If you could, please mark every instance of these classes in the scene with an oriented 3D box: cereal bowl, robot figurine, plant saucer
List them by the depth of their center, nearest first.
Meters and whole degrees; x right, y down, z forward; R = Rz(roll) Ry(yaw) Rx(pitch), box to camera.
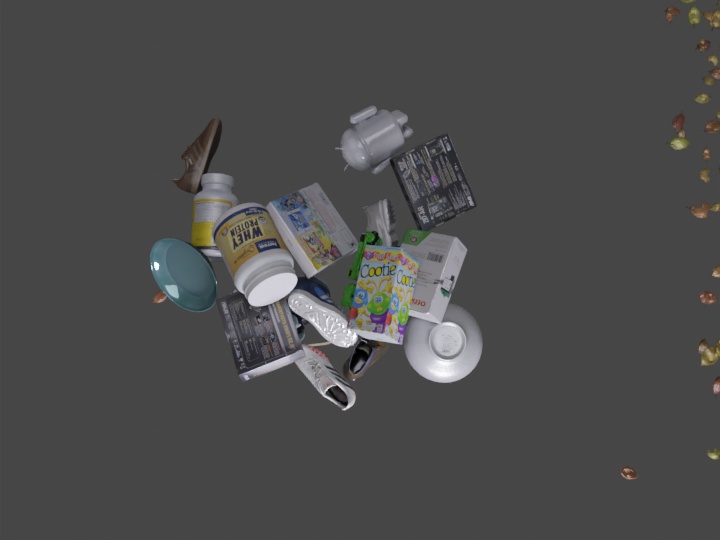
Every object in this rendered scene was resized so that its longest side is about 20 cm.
[{"bbox_3d":[-0.415,0.005,1.696,0.199,0.201,0.036,40,41,3],"label":"plant saucer"},{"bbox_3d":[0.208,0.174,1.739,0.196,0.083,0.204,1,82,-4],"label":"cereal bowl"},{"bbox_3d":[0.032,-0.326,1.780,0.198,0.113,0.171,-30,119,-8],"label":"robot figurine"}]

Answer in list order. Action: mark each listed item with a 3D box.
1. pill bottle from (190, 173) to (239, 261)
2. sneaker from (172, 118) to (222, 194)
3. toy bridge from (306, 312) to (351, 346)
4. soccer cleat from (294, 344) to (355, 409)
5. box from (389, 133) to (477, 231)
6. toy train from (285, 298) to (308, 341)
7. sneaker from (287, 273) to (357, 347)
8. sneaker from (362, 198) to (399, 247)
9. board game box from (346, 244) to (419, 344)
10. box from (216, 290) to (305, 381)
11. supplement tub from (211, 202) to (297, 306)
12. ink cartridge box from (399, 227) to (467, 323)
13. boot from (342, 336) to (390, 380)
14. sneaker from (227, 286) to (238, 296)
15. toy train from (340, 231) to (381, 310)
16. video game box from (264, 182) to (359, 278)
[{"bbox_3d":[-0.354,-0.128,1.730,0.110,0.112,0.204,2,82,-3],"label":"pill bottle"},{"bbox_3d":[-0.408,-0.295,1.771,0.074,0.070,0.203,18,81,0],"label":"sneaker"},{"bbox_3d":[-0.081,0.145,1.752,0.199,0.027,0.068,-37,86,-6],"label":"toy bridge"},{"bbox_3d":[-0.089,0.255,1.698,0.069,0.085,0.200,-44,92,9],"label":"soccer cleat"},{"bbox_3d":[0.184,-0.220,1.786,0.158,0.044,0.202,-26,99,-6],"label":"box"},{"bbox_3d":[-0.223,0.148,1.708,0.199,0.086,0.114,-34,55,-8],"label":"toy train"},{"bbox_3d":[-0.080,0.084,1.709,0.199,0.147,0.081,36,115,-7],"label":"sneaker"},{"bbox_3d":[0.050,-0.074,1.781,0.081,0.075,0.204,-7,83,23],"label":"sneaker"},{"bbox_3d":[0.054,0.055,1.643,0.104,0.103,0.203,5,74,32],"label":"board game box"},{"bbox_3d":[-0.231,0.132,1.634,0.156,0.048,0.202,-21,65,-5],"label":"box"},{"bbox_3d":[-0.238,-0.036,1.606,0.143,0.145,0.201,-28,66,-7],"label":"supplement tub"},{"bbox_3d":[0.153,0.012,1.720,0.145,0.084,0.203,14,76,35],"label":"ink cartridge box"},{"bbox_3d":[0.030,0.183,1.719,0.074,0.097,0.201,35,82,2],"label":"boot"},{"bbox_3d":[-0.243,0.050,1.735,0.199,0.080,0.089,-34,99,-6],"label":"sneaker"},{"bbox_3d":[0.000,0.000,1.723,0.041,0.056,0.203,20,84,-44],"label":"toy train"},{"bbox_3d":[-0.116,-0.101,1.725,0.181,0.047,0.201,-29,83,-49],"label":"video game box"}]
